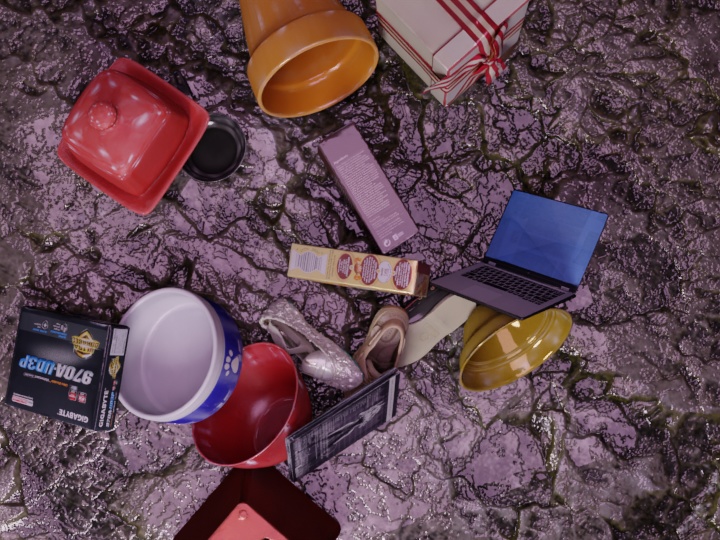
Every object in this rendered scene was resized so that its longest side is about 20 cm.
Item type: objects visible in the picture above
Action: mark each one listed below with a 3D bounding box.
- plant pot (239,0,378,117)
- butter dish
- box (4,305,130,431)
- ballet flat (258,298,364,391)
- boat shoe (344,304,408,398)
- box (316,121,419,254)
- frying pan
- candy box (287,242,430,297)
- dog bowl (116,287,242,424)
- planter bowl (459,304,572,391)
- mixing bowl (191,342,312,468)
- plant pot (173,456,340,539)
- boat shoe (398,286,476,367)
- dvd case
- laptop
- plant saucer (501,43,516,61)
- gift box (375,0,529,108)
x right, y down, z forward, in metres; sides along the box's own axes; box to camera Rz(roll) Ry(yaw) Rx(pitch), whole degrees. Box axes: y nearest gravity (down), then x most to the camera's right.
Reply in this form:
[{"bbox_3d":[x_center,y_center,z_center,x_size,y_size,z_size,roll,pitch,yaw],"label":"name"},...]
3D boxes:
[{"bbox_3d":[-0.098,-0.368,1.469,0.199,0.200,0.184,-24,73,-2],"label":"plant pot"},{"bbox_3d":[-0.368,-0.220,1.458,0.199,0.148,0.201,34,89,11],"label":"butter dish"},{"bbox_3d":[-0.451,0.147,1.465,0.199,0.046,0.160,10,89,30],"label":"box"},{"bbox_3d":[-0.084,0.125,1.481,0.200,0.072,0.072,41,88,23],"label":"ballet flat"},{"bbox_3d":[0.020,0.150,1.481,0.071,0.065,0.201,16,117,-5],"label":"boat shoe"},{"bbox_3d":[0.010,-0.126,1.502,0.075,0.100,0.201,-33,91,-2],"label":"box"},{"bbox_3d":[-0.265,-0.220,1.529,0.190,0.031,0.115,42,86,11],"label":"frying pan"},{"bbox_3d":[0.000,0.000,1.467,0.199,0.115,0.056,9,89,14],"label":"candy box"},{"bbox_3d":[-0.281,0.132,1.456,0.199,0.079,0.202,-7,73,25],"label":"dog bowl"},{"bbox_3d":[0.223,0.095,1.485,0.200,0.201,0.084,-28,58,-2],"label":"planter bowl"},{"bbox_3d":[-0.149,0.224,1.465,0.200,0.200,0.108,-46,134,-2],"label":"mixing bowl"},{"bbox_3d":[-0.164,0.424,1.448,0.200,0.176,0.200,41,89,-1],"label":"plant pot"},{"bbox_3d":[0.092,0.087,1.521,0.201,0.063,0.074,-36,120,11],"label":"boat shoe"},{"bbox_3d":[-0.026,0.235,1.449,0.199,0.149,0.016,-30,61,-19],"label":"dvd case"},{"bbox_3d":[0.239,-0.029,1.452,0.199,0.187,0.117,-19,117,-38],"label":"laptop"},{"bbox_3d":[0.166,-0.413,1.543,0.199,0.037,0.202,0,88,-2],"label":"plant saucer"},{"bbox_3d":[0.132,-0.360,1.439,0.200,0.185,0.187,-44,81,2],"label":"gift box"}]
